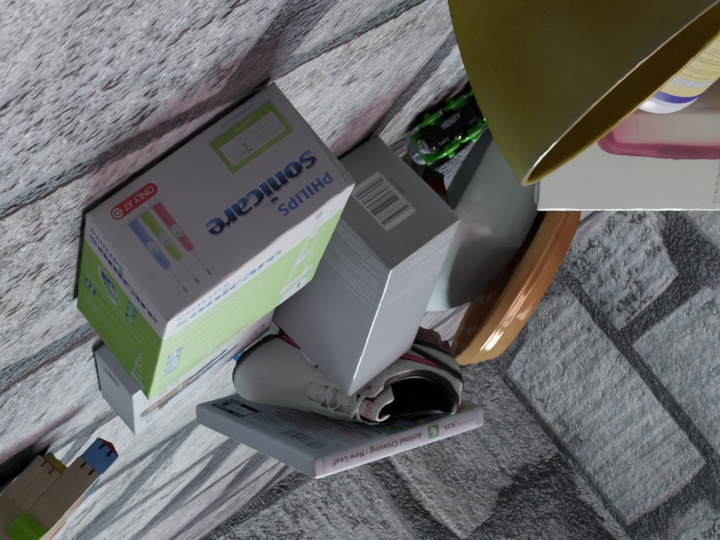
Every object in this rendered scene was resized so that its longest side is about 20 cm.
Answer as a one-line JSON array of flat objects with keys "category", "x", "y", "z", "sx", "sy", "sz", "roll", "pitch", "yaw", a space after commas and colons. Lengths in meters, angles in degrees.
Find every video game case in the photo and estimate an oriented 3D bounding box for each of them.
[{"category": "video game case", "x": -0.020, "y": 0.129, "z": 1.787, "sx": 0.181, "sy": 0.022, "sz": 0.200, "roll": -14, "pitch": -162, "yaw": -32}]

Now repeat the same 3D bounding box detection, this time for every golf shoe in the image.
[{"category": "golf shoe", "x": -0.009, "y": 0.092, "z": 1.719, "sx": 0.198, "sy": 0.073, "sz": 0.092, "roll": -3, "pitch": -152, "yaw": -9}]

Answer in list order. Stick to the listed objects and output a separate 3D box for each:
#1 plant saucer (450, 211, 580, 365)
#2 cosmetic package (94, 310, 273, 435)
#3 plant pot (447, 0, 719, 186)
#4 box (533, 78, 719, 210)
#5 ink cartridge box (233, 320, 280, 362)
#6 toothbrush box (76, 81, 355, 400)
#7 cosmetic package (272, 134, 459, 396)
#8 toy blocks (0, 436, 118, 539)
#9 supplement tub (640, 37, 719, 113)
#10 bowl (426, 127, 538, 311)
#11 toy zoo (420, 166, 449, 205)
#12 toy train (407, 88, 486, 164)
[{"category": "plant saucer", "x": 0.147, "y": 0.004, "z": 1.842, "sx": 0.201, "sy": 0.037, "sz": 0.200, "roll": -59, "pitch": -177, "yaw": 5}, {"category": "cosmetic package", "x": -0.140, "y": 0.056, "z": 1.626, "sx": 0.151, "sy": 0.052, "sz": 0.200, "roll": -41, "pitch": 174, "yaw": -12}, {"category": "plant pot", "x": 0.132, "y": -0.170, "z": 1.236, "sx": 0.200, "sy": 0.142, "sz": 0.200, "roll": -39, "pitch": 173, "yaw": -6}, {"category": "box", "x": 0.239, "y": -0.129, "z": 1.625, "sx": 0.128, "sy": 0.198, "sz": 0.109, "roll": -89, "pitch": 179, "yaw": -46}, {"category": "ink cartridge box", "x": -0.048, "y": 0.024, "z": 1.820, "sx": 0.116, "sy": 0.067, "sz": 0.200, "roll": -36, "pitch": 172, "yaw": -25}, {"category": "toothbrush box", "x": -0.096, "y": -0.013, "z": 1.267, "sx": 0.145, "sy": 0.086, "sz": 0.200, "roll": -37, "pitch": 173, "yaw": -17}, {"category": "cosmetic package", "x": 0.000, "y": 0.000, "z": 1.629, "sx": 0.090, "sy": 0.107, "sz": 0.200, "roll": -36, "pitch": 162, "yaw": -27}, {"category": "toy blocks", "x": -0.284, "y": 0.211, "z": 1.735, "sx": 0.137, "sy": 0.100, "sz": 0.200, "roll": -48, "pitch": 179, "yaw": -39}, {"category": "supplement tub", "x": 0.251, "y": -0.228, "z": 1.480, "sx": 0.200, "sy": 0.146, "sz": 0.145, "roll": -44, "pitch": 171, "yaw": 37}, {"category": "bowl", "x": 0.119, "y": -0.060, "z": 1.871, "sx": 0.201, "sy": 0.074, "sz": 0.200, "roll": -63, "pitch": -176, "yaw": -32}, {"category": "toy zoo", "x": 0.042, "y": -0.015, "z": 1.818, "sx": 0.200, "sy": 0.020, "sz": 0.132, "roll": -90, "pitch": -155, "yaw": -77}, {"category": "toy train", "x": 0.113, "y": -0.147, "z": 1.713, "sx": 0.200, "sy": 0.042, "sz": 0.056, "roll": -35, "pitch": -177, "yaw": -30}]
